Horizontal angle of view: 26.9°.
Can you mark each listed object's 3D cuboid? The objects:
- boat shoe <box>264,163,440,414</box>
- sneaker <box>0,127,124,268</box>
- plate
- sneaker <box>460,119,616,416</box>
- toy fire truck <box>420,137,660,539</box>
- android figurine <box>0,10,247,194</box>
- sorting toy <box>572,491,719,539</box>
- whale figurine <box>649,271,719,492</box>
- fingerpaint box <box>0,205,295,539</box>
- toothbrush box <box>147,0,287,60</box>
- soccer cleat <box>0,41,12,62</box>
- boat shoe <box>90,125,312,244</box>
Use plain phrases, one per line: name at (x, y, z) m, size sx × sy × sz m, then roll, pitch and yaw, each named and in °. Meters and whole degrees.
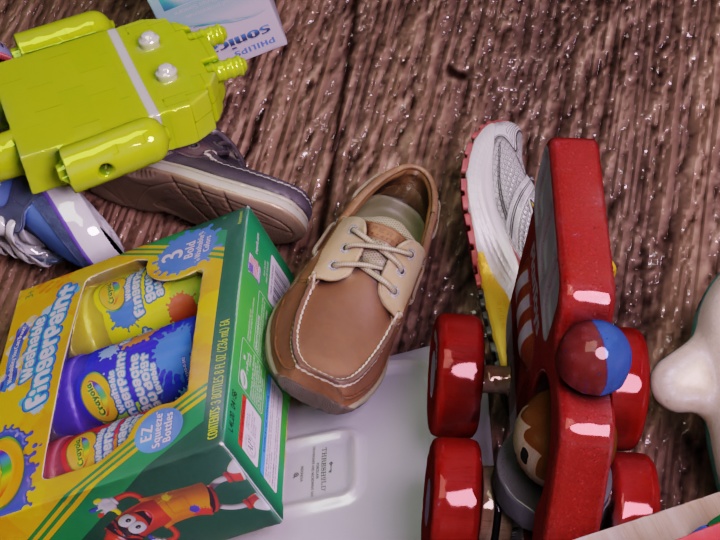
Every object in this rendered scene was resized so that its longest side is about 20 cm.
boat shoe at (0.000, 0.000, 0.880) m, size 0.075 × 0.074 × 0.200 m, roll 24°, pitch 36°, yaw -1°
sneaker at (-0.264, -0.026, 1.034) m, size 0.146 × 0.081 × 0.200 m, roll -41°, pitch 55°, yaw -7°
plate at (-0.023, 0.121, 0.846) m, size 0.199 × 0.032 × 0.200 m, roll -13°, pitch 41°, yaw 11°
sneaker at (0.108, -0.004, 0.901) m, size 0.082 × 0.078 × 0.201 m, roll -13°, pitch 61°, yaw 4°
toy fire truck at (0.093, 0.055, 0.732) m, size 0.112 × 0.168 × 0.200 m, roll 5°, pitch 46°, yaw 0°
android figurine at (-0.175, -0.116, 1.007) m, size 0.199 × 0.041 × 0.182 m, roll -19°, pitch 41°, yaw -9°
sorting toy at (0.184, 0.181, 0.618) m, size 0.070 × 0.198 × 0.200 m, roll -40°, pitch 68°, yaw 34°
whale figurine at (0.225, 0.082, 0.790) m, size 0.159 × 0.104 × 0.201 m, roll 16°, pitch 82°, yaw 2°
fingerpaint box at (-0.129, 0.072, 0.873) m, size 0.166 × 0.073 × 0.200 m, roll -19°, pitch 37°, yaw 17°
toothbrush box at (-0.132, -0.261, 1.083) m, size 0.085 × 0.200 × 0.147 m, roll -21°, pitch 52°, yaw 3°
soccer cleat at (-0.344, -0.111, 1.130) m, size 0.076 × 0.067 × 0.200 m, roll 29°, pitch 65°, yaw 28°
boat shoe at (-0.112, -0.070, 1.019) m, size 0.200 × 0.072 × 0.065 m, roll 14°, pitch 65°, yaw 33°
